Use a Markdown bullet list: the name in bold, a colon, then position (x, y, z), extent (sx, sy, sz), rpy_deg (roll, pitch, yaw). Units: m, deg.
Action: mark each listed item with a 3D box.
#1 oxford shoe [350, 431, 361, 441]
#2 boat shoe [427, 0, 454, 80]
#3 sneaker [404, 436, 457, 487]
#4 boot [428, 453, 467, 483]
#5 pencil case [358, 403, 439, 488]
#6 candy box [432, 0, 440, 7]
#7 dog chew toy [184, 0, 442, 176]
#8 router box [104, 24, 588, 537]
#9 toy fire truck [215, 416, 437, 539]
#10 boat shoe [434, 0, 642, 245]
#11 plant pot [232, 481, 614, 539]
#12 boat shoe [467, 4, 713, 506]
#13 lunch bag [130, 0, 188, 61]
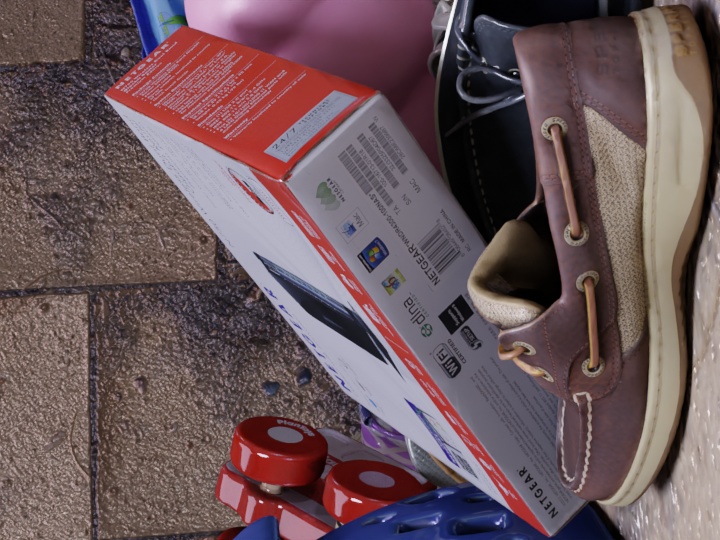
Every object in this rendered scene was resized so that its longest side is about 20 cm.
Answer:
- **oxford shoe**: position (-0.011, 0.321, 2.658), extent (0.058, 0.075, 0.200), rpy_deg (51, -179, -4)
- **boat shoe**: position (0.061, -0.097, 0.678), extent (0.072, 0.066, 0.201), rpy_deg (95, 171, -72)
- **sneaker**: position (0.048, 0.053, 1.095), extent (0.080, 0.070, 0.201), rpy_deg (88, 178, -83)
- **boot**: position (0.032, 0.020, 0.902), extent (0.175, 0.066, 0.200), rpy_deg (41, -162, -20)
- **pencil case**: position (0.044, 0.177, 1.273), extent (0.086, 0.084, 0.200), rpy_deg (49, 152, 45)
- **candy box**: position (0.053, -0.142, 0.882), extent (0.115, 0.055, 0.201), rpy_deg (119, 147, -87)
- **dog chew toy**: position (-0.002, -0.091, 0.740), extent (0.200, 0.124, 0.125), rpy_deg (43, -163, -23)
- **router box**: position (0.000, 0.000, 0.641), extent (0.200, 0.049, 0.179), rpy_deg (53, 167, -30)
- **toy fire truck**: position (0.001, 0.170, 1.093), extent (0.168, 0.200, 0.112), rpy_deg (-13, -61, -52)
- **boat shoe**: position (0.066, -0.082, 0.558), extent (0.062, 0.074, 0.200), rpy_deg (-86, -1, -69)
- **plant pot**: position (0.024, 0.209, 0.685), extent (0.200, 0.179, 0.201), rpy_deg (-120, 27, -81)
- **boat shoe**: position (0.072, 0.002, 0.530), extent (0.072, 0.072, 0.200), rpy_deg (-97, 4, -48)
- **lunch bag**: position (-0.041, -0.114, 0.838), extent (0.150, 0.094, 0.200), rpy_deg (21, -131, -47)
